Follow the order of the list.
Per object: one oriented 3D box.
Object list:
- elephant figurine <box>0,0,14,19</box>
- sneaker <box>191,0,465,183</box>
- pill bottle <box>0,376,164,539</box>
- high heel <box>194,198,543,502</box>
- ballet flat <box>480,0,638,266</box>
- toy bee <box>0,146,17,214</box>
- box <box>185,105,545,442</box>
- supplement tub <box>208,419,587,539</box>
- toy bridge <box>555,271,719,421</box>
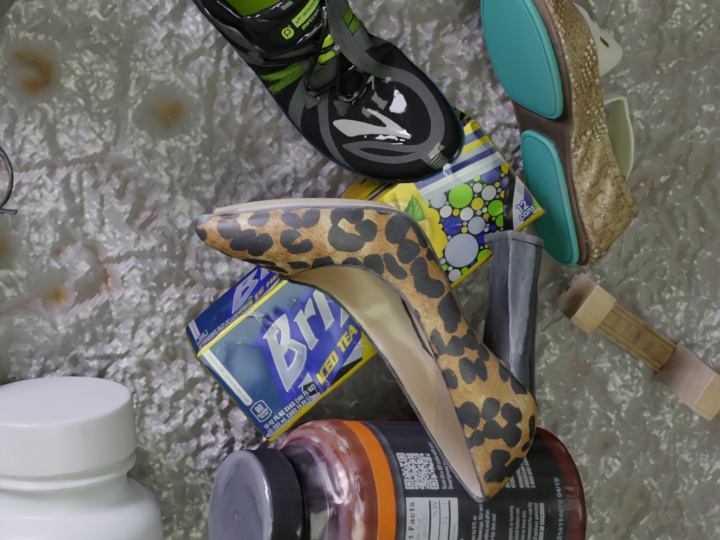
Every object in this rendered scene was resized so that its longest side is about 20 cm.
[{"bbox_3d":[-0.204,-0.175,0.965,0.140,0.200,0.157,1,103,-12],"label":"elephant figurine"},{"bbox_3d":[-0.029,-0.118,1.057,0.200,0.083,0.071,44,92,-2],"label":"sneaker"},{"bbox_3d":[-0.162,0.166,1.098,0.113,0.114,0.202,-4,103,-10],"label":"pill bottle"},{"bbox_3d":[0.005,0.041,1.041,0.198,0.071,0.144,9,81,-20],"label":"high heel"},{"bbox_3d":[0.114,-0.095,1.105,0.065,0.070,0.201,-33,133,-21],"label":"ballet flat"},{"bbox_3d":[-0.254,-0.039,1.051,0.198,0.109,0.132,11,110,12],"label":"toy bee"},{"bbox_3d":[0.000,0.000,1.118,0.200,0.064,0.070,-40,107,-1],"label":"box"},{"bbox_3d":[0.019,0.135,1.105,0.198,0.107,0.108,5,103,-31],"label":"supplement tub"},{"bbox_3d":[0.194,0.063,1.170,0.199,0.067,0.027,34,95,-18],"label":"toy bridge"}]
